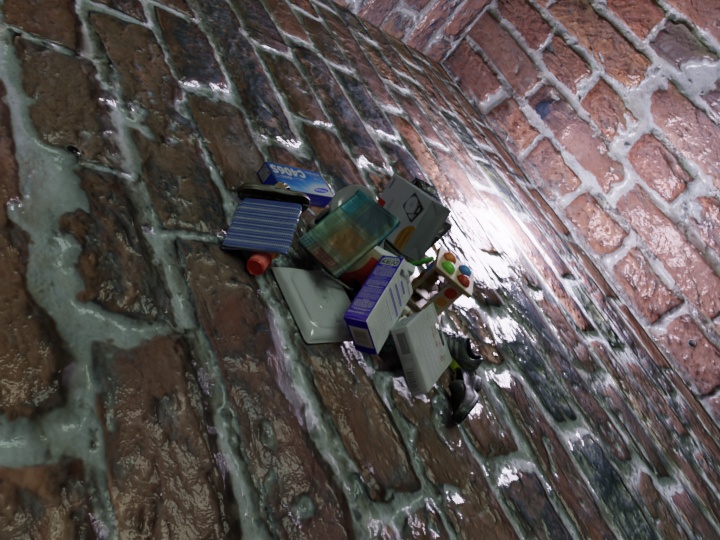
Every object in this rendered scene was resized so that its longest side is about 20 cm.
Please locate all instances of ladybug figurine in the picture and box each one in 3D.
[{"bbox_3d":[0.000,0.000,1.407,0.200,0.135,0.072,46,50,-50],"label":"ladybug figurine"}]

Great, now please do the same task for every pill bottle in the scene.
[{"bbox_3d":[0.001,-0.107,1.476,0.200,0.119,0.120,68,-2,-57],"label":"pill bottle"}]

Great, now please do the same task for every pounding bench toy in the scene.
[{"bbox_3d":[0.189,0.013,1.595,0.200,0.156,0.124,39,30,-9],"label":"pounding bench toy"}]

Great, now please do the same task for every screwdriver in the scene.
[{"bbox_3d":[-0.034,0.040,1.363,0.200,0.028,0.029,31,55,-53],"label":"screwdriver"}]

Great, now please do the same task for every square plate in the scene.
[{"bbox_3d":[-0.082,0.070,1.316,0.199,0.028,0.199,5,48,-48],"label":"square plate"}]

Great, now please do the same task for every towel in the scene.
[{"bbox_3d":[-0.026,-0.087,1.333,0.147,0.200,0.022,41,-17,30],"label":"towel"},{"bbox_3d":[-0.212,-0.098,1.302,0.143,0.024,0.201,6,37,1],"label":"towel"}]

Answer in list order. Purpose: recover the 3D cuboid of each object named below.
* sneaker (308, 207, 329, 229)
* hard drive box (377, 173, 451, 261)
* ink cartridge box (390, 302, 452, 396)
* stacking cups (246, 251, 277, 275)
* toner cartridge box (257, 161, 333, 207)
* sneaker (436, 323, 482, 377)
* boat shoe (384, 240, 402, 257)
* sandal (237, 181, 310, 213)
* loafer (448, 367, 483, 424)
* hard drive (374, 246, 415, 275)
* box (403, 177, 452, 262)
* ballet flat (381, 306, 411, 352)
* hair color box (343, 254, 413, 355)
[{"bbox_3d":[-0.054,-0.136,1.559,0.074,0.079,0.200,47,28,9],"label":"sneaker"},{"bbox_3d":[0.122,-0.143,1.562,0.076,0.157,0.200,23,14,-37],"label":"hard drive box"},{"bbox_3d":[0.146,0.178,1.387,0.200,0.050,0.162,-30,103,-64],"label":"ink cartridge box"},{"bbox_3d":[-0.194,-0.054,1.307,0.060,0.061,0.201,37,33,-13],"label":"stacking cups"},{"bbox_3d":[-0.168,-0.225,1.563,0.199,0.043,0.095,1,52,-51],"label":"toner cartridge box"},{"bbox_3d":[0.233,0.181,1.514,0.200,0.081,0.074,46,29,3],"label":"sneaker"},{"bbox_3d":[0.041,-0.075,1.619,0.074,0.062,0.200,18,23,-46],"label":"boat shoe"},{"bbox_3d":[-0.207,-0.183,1.432,0.199,0.082,0.055,8,53,-36],"label":"sandal"},{"bbox_3d":[0.236,0.294,1.399,0.072,0.073,0.200,37,20,5],"label":"loafer"},{"bbox_3d":[0.019,-0.025,1.463,0.199,0.132,0.027,27,62,-28],"label":"hard drive"},{"bbox_3d":[0.143,-0.129,1.670,0.086,0.200,0.165,21,36,-34],"label":"box"},{"bbox_3d":[0.091,0.121,1.427,0.072,0.072,0.201,39,30,-8],"label":"ballet flat"},{"bbox_3d":[0.043,0.073,1.314,0.200,0.064,0.110,-55,142,-36],"label":"hair color box"}]
